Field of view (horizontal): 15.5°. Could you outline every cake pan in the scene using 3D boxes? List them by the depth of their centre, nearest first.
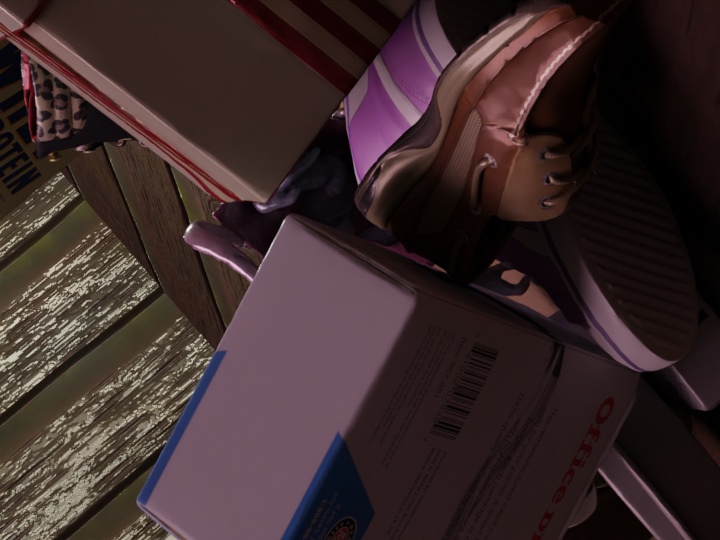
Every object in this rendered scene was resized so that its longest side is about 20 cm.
[{"bbox_3d":[0.147,0.097,1.352,0.200,0.037,0.200,50,177,3],"label":"cake pan"}]

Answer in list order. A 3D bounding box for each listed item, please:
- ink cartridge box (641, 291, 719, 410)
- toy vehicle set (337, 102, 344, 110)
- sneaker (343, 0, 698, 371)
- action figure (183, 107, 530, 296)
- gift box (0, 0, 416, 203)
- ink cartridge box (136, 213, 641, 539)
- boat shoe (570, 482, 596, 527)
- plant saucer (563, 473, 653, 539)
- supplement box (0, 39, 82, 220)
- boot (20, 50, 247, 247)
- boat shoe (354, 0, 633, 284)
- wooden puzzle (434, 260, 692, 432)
[{"bbox_3d":[0.108,-0.019,1.294,0.200,0.039,0.099,50,173,-6],"label":"ink cartridge box"},{"bbox_3d":[-0.014,-0.079,1.528,0.200,0.026,0.125,-178,74,-78],"label":"toy vehicle set"},{"bbox_3d":[0.068,-0.027,1.208,0.114,0.073,0.201,-40,79,43],"label":"sneaker"},{"bbox_3d":[0.000,0.000,1.354,0.134,0.149,0.200,37,160,11],"label":"action figure"},{"bbox_3d":[-0.075,-0.159,1.195,0.186,0.200,0.184,36,170,-12],"label":"gift box"},{"bbox_3d":[0.018,0.074,1.164,0.084,0.146,0.200,31,-174,35],"label":"ink cartridge box"},{"bbox_3d":[0.063,0.063,1.337,0.200,0.072,0.062,-132,26,-61],"label":"boat shoe"},{"bbox_3d":[0.088,0.105,1.566,0.200,0.199,0.035,42,126,44],"label":"plant saucer"},{"bbox_3d":[-0.267,-0.148,1.661,0.200,0.200,0.134,44,171,34],"label":"supplement box"},{"bbox_3d":[-0.121,-0.086,1.574,0.074,0.153,0.204,-114,17,-44],"label":"boot"},{"bbox_3d":[0.068,-0.058,1.092,0.074,0.076,0.200,47,148,5],"label":"boat shoe"},{"bbox_3d":[0.096,0.008,1.495,0.185,0.037,0.200,54,166,-22],"label":"wooden puzzle"}]
